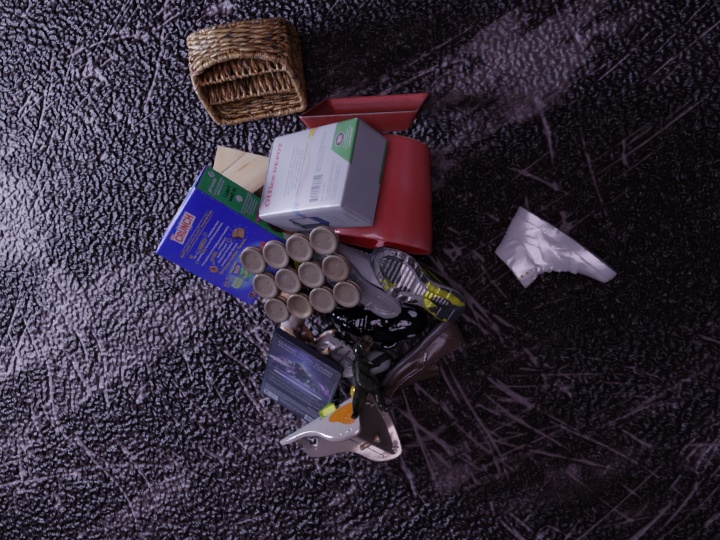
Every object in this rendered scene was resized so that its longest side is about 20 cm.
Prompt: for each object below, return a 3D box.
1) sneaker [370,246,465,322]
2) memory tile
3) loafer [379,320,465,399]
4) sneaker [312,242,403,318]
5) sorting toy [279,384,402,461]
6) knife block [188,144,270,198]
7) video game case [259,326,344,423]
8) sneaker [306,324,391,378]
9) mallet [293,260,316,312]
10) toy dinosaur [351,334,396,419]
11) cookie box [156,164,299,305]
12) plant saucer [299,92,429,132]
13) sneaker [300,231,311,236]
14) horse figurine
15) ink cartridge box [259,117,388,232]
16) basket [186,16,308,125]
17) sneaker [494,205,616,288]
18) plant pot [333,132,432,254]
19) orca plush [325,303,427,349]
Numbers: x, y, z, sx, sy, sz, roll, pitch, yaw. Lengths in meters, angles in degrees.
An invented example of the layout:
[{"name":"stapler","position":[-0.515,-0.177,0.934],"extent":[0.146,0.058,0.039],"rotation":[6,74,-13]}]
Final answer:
[{"name":"sneaker","position":[0.091,0.023,1.224],"extent":[0.198,0.085,0.075],"rotation":[35,95,-20]},{"name":"memory tile","position":[-0.101,0.010,1.179],"extent":[0.196,0.017,0.156],"rotation":[-13,113,28]},{"name":"loafer","position":[0.112,0.171,1.264],"extent":[0.071,0.073,0.200],"rotation":[46,102,5]},{"name":"sneaker","position":[0.000,0.000,1.243],"extent":[0.199,0.081,0.076],"rotation":[39,142,-17]},{"name":"sorting toy","position":[-0.046,0.294,1.266],"extent":[0.177,0.200,0.109],"rotation":[-24,58,15]},{"name":"knife block","position":[-0.222,-0.130,1.274],"extent":[0.196,0.064,0.180],"rotation":[16,98,23]},{"name":"video game case","position":[-0.112,0.203,1.283],"extent":[0.141,0.019,0.202],"rotation":[30,137,9]},{"name":"sneaker","position":[-0.040,0.147,1.295],"extent":[0.195,0.076,0.090],"rotation":[2,95,12]},{"name":"mallet","position":[-0.127,-0.015,1.309],"extent":[0.064,0.041,0.205],"rotation":[-13,98,17]},{"name":"toy dinosaur","position":[0.016,0.201,1.196],"extent":[0.088,0.202,0.047],"rotation":[38,119,-21]},{"name":"cookie box","position":[-0.232,-0.058,1.231],"extent":[0.198,0.076,0.171],"rotation":[31,125,-18]},{"name":"plant saucer","position":[0.014,-0.268,1.198],"extent":[0.195,0.200,0.038],"rotation":[-1,112,12]},{"name":"sneaker","position":[-0.086,-0.135,1.282],"extent":[0.079,0.076,0.205],"rotation":[-13,91,20]},{"name":"horse figurine","position":[-0.106,0.086,1.259],"extent":[0.130,0.050,0.205],"rotation":[-6,93,35]},{"name":"ink cartridge box","position":[-0.063,-0.148,1.129],"extent":[0.197,0.087,0.149],"rotation":[-2,72,41]},{"name":"basket","position":[-0.206,-0.356,1.260],"extent":[0.195,0.143,0.153],"rotation":[-5,92,13]},{"name":"sneaker","position":[0.331,-0.010,1.209],"extent":[0.198,0.073,0.117],"rotation":[35,102,18]},{"name":"plant pot","position":[0.039,-0.133,1.208],"extent":[0.196,0.200,0.182],"rotation":[9,88,11]},{"name":"orca plush","position":[0.021,0.087,1.279],"extent":[0.196,0.071,0.107],"rotation":[20,98,10]}]
